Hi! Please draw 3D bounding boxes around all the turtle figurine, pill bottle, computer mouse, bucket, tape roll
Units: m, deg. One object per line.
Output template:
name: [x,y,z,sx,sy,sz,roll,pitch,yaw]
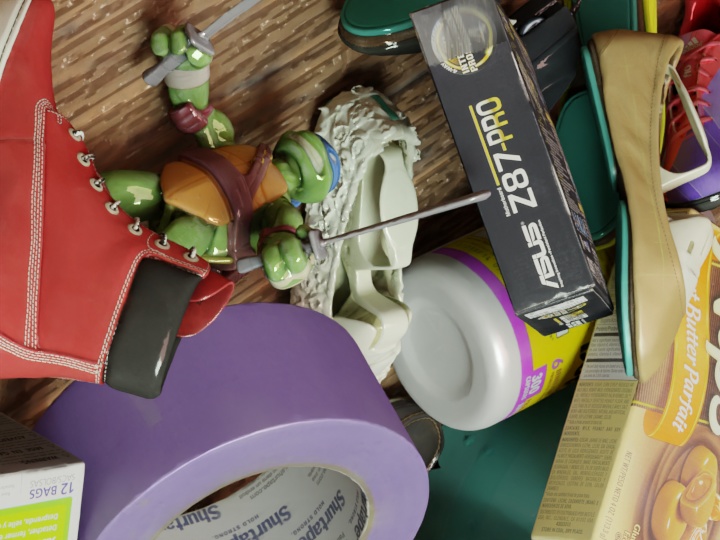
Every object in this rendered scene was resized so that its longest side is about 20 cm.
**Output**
turtle figurine: [-0.081,-0.052,1.413,0.194,0.200,0.144,-26,96,-27]
pill bottle: [0.115,0.011,1.658,0.200,0.104,0.105,-25,123,-34]
computer mouse: [0.116,-0.156,1.604,0.034,0.059,0.200,30,97,-39]
bucket: [0.140,0.160,1.723,0.207,0.135,0.208,-19,120,-36]
tape roll: [-0.071,0.115,1.477,0.199,0.085,0.200,-18,141,-15]

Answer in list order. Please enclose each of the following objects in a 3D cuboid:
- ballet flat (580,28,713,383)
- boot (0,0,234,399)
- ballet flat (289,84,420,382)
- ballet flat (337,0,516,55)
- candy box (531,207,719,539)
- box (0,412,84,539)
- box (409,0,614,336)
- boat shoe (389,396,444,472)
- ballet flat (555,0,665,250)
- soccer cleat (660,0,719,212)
ballet flat: [0.161,-0.040,1.548,0.069,0.063,0.201,77,7,-73]
boot: [-0.126,-0.037,1.343,0.072,0.144,0.201,100,-3,-65]
ballet flat: [0.000,0.000,1.571,0.072,0.072,0.201,-16,118,-39]
ballet flat: [0.069,-0.165,1.569,0.200,0.068,0.068,-43,140,-22]
candy box: [0.177,0.079,1.602,0.115,0.055,0.201,30,70,-35]
box: [-0.217,0.176,1.409,0.112,0.101,0.201,-6,111,-42]
box: [0.083,-0.052,1.486,0.200,0.049,0.162,22,51,-81]
boat shoe: [-0.016,0.153,1.613,0.200,0.073,0.075,-44,132,-22]
ballet flat: [0.147,-0.103,1.639,0.067,0.067,0.201,33,57,-63]
soccer cleat: [0.199,-0.097,1.670,0.200,0.068,0.073,-67,139,-59]
